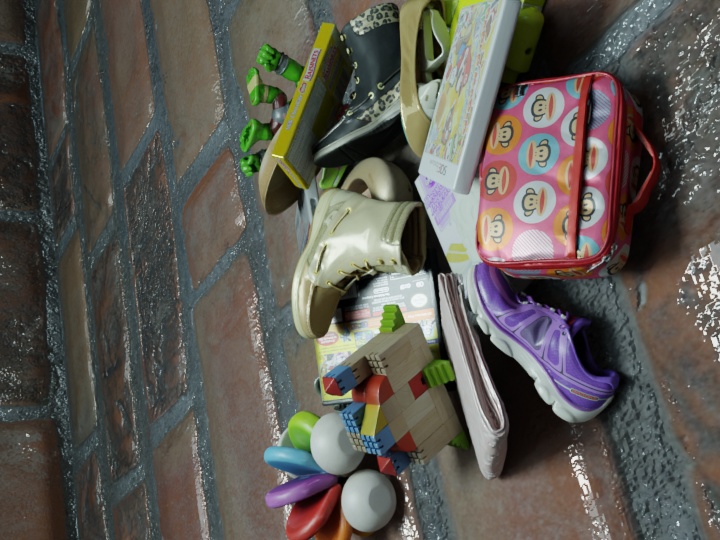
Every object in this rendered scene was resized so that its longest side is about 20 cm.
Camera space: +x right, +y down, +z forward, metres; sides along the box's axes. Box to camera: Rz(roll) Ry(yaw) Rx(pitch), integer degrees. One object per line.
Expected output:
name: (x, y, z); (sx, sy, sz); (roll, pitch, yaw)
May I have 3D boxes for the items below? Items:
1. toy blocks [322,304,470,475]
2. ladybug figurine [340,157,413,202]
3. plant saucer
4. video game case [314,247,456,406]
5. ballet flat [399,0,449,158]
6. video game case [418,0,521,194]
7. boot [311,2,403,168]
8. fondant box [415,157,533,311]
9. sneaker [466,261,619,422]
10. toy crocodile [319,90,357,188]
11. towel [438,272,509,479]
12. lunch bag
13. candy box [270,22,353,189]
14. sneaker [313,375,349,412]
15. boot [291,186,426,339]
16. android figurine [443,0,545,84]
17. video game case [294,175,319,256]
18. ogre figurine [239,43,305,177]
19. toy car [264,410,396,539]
toy blocks: (0.037, 0.162, 1.124); (0.099, 0.136, 0.201); (-3, 116, 51)
ladybug figurine: (0.016, -0.066, 1.314); (0.201, 0.071, 0.136); (-59, 42, 39)
plant saucer: (-0.095, -0.175, 1.401); (0.035, 0.200, 0.201); (32, 125, 11)
video game case: (0.023, 0.078, 1.250); (0.198, 0.025, 0.183); (-11, 83, 32)
ballet flat: (0.082, -0.239, 1.152); (0.063, 0.068, 0.202); (-12, 82, 50)
video game case: (0.114, -0.193, 1.041); (0.182, 0.023, 0.202); (-125, 49, -76)
boot: (0.002, -0.244, 1.265); (0.203, 0.073, 0.155); (-31, 71, 20)
fondant box: (0.148, -0.073, 1.106); (0.145, 0.058, 0.201); (-55, 43, 43)
sneaker: (0.193, 0.060, 0.992); (0.200, 0.080, 0.084); (49, 119, 15)
toy crocodile: (-0.011, -0.206, 1.331); (0.201, 0.061, 0.068); (-63, 11, 3)
towel: (0.127, 0.122, 1.066); (0.200, 0.032, 0.193); (74, -178, -65)
lunch bag: (0.208, -0.091, 0.943); (0.175, 0.082, 0.202); (-1, 77, 35)
candy box: (-0.061, -0.221, 1.285); (0.026, 0.102, 0.202); (14, 76, 23)
sneaker: (0.004, 0.182, 1.320); (0.199, 0.079, 0.075); (10, 96, 58)
boot: (0.000, 0.000, 1.206); (0.154, 0.073, 0.202); (12, 83, 35)
android figurine: (0.157, -0.303, 1.118); (0.182, 0.041, 0.201); (53, 134, 47)
video game case: (-0.072, -0.029, 1.442); (0.200, 0.023, 0.184); (110, 151, -69)
ogre figurine: (-0.123, -0.247, 1.511); (0.098, 0.119, 0.202); (6, 93, 63)
toy car: (-0.061, 0.301, 1.323); (0.175, 0.149, 0.201); (-25, 93, 57)
